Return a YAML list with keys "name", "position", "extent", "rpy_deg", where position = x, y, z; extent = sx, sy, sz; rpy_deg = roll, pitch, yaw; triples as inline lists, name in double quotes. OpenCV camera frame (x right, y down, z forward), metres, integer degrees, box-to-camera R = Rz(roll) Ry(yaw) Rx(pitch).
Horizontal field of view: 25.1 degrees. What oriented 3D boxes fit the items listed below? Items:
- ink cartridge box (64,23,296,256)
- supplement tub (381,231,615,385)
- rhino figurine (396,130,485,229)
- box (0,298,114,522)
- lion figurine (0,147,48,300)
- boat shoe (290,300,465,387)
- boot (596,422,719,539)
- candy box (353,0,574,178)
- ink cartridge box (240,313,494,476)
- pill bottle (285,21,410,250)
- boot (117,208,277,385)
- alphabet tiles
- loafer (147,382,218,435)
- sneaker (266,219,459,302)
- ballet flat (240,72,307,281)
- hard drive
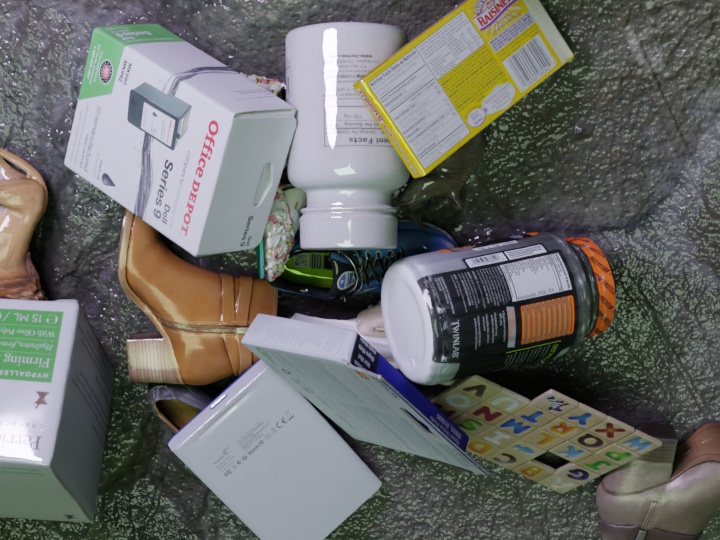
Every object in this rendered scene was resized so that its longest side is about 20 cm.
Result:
- name: "ink cartridge box"
  position: [-0.168, -0.122, 1.485]
  extent: [0.200, 0.084, 0.146]
  rpy_deg: [33, 117, 33]
- name: "supplement tub"
  position: [0.130, 0.032, 1.522]
  extent: [0.200, 0.123, 0.123]
  rpy_deg: [-10, 114, -22]
- name: "rhino figurine"
  position: [0.079, -0.128, 1.523]
  extent: [0.087, 0.060, 0.200]
  rpy_deg: [2, 116, -20]
- name: "box"
  position: [-0.362, 0.135, 1.575]
  extent: [0.199, 0.171, 0.200]
  rpy_deg: [3, 157, 4]
- name: "lion figurine"
  position: [-0.351, -0.036, 1.602]
  extent: [0.122, 0.072, 0.200]
  rpy_deg: [16, 109, -9]
- name: "boat shoe"
  position: [0.025, 0.066, 1.611]
  extent: [0.200, 0.075, 0.068]
  rpy_deg: [14, 85, 8]
- name: "boot"
  position: [0.342, 0.230, 1.649]
  extent: [0.200, 0.070, 0.146]
  rpy_deg: [10, 119, 3]
- name: "candy box"
  position: [0.095, -0.180, 1.451]
  extent: [0.200, 0.026, 0.102]
  rpy_deg: [-39, 100, -22]
- name: "ink cartridge box"
  position: [0.013, 0.117, 1.542]
  extent: [0.200, 0.200, 0.041]
  rpy_deg: [44, 68, -39]
- name: "pill bottle"
  position: [-0.011, -0.119, 1.475]
  extent: [0.114, 0.114, 0.200]
  rpy_deg: [-1, 89, 6]
- name: "boot"
  position: [-0.159, 0.017, 1.604]
  extent: [0.155, 0.077, 0.200]
  rpy_deg: [-5, 98, -2]
- name: "alphabet tiles"
  position: [0.167, 0.159, 1.593]
  extent: [0.200, 0.008, 0.167]
  rpy_deg: [25, 146, -19]
- name: "loafer"
  position: [-0.141, 0.177, 1.666]
  extent: [0.200, 0.072, 0.073]
  rpy_deg: [36, 110, -10]
- name: "sneaker"
  position: [0.000, 0.000, 1.570]
  extent: [0.200, 0.089, 0.079]
  rpy_deg: [-3, 112, 4]
- name: "ballet flat"
  position: [-0.082, -0.092, 1.524]
  extent: [0.064, 0.076, 0.200]
  rpy_deg: [-10, 88, -8]
- name: "hard drive"
  position: [-0.084, 0.196, 1.643]
  extent: [0.132, 0.025, 0.200]
  rpy_deg: [-42, 120, -3]
